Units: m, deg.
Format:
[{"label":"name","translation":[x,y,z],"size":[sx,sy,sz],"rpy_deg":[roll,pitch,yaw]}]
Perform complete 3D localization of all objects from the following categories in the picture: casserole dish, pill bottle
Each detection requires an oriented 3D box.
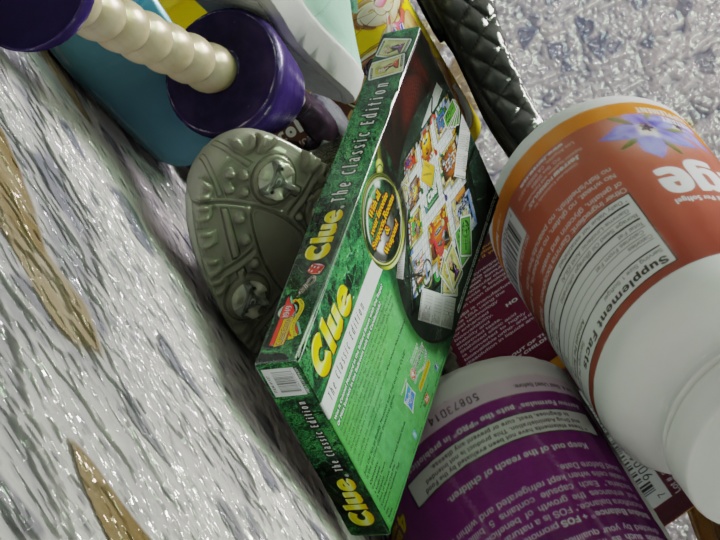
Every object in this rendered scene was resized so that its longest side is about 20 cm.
[{"label":"casserole dish","translation":[-0.114,-0.111,1.105],"size":[0.122,0.039,0.200],"rpy_deg":[60,5,23]},{"label":"pill bottle","translation":[0.086,0.143,1.048],"size":[0.201,0.112,0.112],"rpy_deg":[60,5,37]},{"label":"pill bottle","translation":[0.141,0.018,1.087],"size":[0.112,0.112,0.200],"rpy_deg":[53,4,-41]}]

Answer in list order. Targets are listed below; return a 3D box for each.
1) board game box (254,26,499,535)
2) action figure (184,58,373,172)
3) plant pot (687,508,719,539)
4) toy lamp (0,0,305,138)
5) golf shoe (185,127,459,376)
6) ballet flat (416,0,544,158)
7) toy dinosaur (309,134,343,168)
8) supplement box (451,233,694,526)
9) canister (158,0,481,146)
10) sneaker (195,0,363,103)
[{"label":"board game box","translation":[0.011,0.001,1.033],"size":[0.201,0.023,0.105],"rpy_deg":[-69,146,-42]},{"label":"action figure","translation":[-0.023,-0.067,1.287],"size":[0.200,0.130,0.070],"rpy_deg":[30,22,-56]},{"label":"plant pot","translation":[0.209,0.147,1.299],"size":[0.200,0.027,0.201],"rpy_deg":[159,-90,-84]},{"label":"toy lamp","translation":[-0.079,-0.091,0.980],"size":[0.058,0.058,0.200],"rpy_deg":[59,15,19]},{"label":"golf shoe","translation":[-0.038,0.001,1.084],"size":[0.097,0.078,0.200],"rpy_deg":[34,-16,41]},{"label":"ballet flat","translation":[0.089,-0.105,1.361],"size":[0.201,0.057,0.066],"rpy_deg":[61,1,11]},{"label":"toy dinosaur","translation":[0.000,0.000,1.201],"size":[0.102,0.076,0.201],"rpy_deg":[-63,159,-60]},{"label":"supplement box","translation":[0.105,0.052,1.282],"size":[0.111,0.085,0.200],"rpy_deg":[54,4,-24]},{"label":"canister","translation":[-0.037,-0.126,1.363],"size":[0.201,0.148,0.087],"rpy_deg":[57,3,-28]},{"label":"sneaker","translation":[-0.022,-0.151,1.107],"size":[0.073,0.119,0.200],"rpy_deg":[19,-10,13]}]
